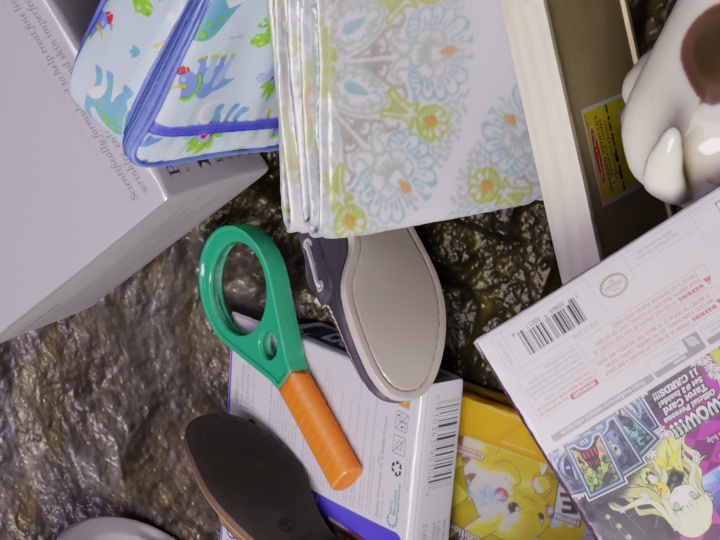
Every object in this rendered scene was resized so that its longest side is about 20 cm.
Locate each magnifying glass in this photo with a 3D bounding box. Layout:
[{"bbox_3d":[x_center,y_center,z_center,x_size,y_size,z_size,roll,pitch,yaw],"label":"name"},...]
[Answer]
[{"bbox_3d":[-0.052,0.055,1.321,0.080,0.022,0.201,-53,54,39],"label":"magnifying glass"}]

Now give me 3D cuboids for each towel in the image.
[{"bbox_3d":[0.040,-0.115,1.181,0.048,0.199,0.172,24,121,58],"label":"towel"}]

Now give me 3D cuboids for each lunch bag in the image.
[{"bbox_3d":[-0.075,-0.142,1.223,0.082,0.200,0.161,43,116,22],"label":"lunch bag"}]

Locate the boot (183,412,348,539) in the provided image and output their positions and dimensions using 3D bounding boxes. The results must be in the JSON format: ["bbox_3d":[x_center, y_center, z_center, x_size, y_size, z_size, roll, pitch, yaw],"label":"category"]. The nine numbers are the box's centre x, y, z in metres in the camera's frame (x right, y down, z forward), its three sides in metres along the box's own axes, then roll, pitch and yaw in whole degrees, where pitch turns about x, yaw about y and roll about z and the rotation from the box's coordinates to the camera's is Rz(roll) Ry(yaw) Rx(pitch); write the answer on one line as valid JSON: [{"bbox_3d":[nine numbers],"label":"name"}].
[{"bbox_3d":[-0.059,0.178,1.310,0.200,0.073,0.076,50,141,31],"label":"boot"}]

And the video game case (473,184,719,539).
[{"bbox_3d":[0.188,0.060,1.021,0.199,0.036,0.182,-33,80,5],"label":"video game case"}]

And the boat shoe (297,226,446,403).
[{"bbox_3d":[0.000,0.000,1.269,0.063,0.072,0.201,-46,51,47],"label":"boat shoe"}]

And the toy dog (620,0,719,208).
[{"bbox_3d":[0.211,-0.142,1.074,0.139,0.193,0.201,36,124,30],"label":"toy dog"}]

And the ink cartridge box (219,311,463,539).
[{"bbox_3d":[-0.018,0.142,1.336,0.199,0.043,0.199,20,111,46],"label":"ink cartridge box"}]

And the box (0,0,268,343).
[{"bbox_3d":[-0.207,-0.090,1.351,0.200,0.131,0.200,-35,85,31],"label":"box"}]

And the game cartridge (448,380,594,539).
[{"bbox_3d":[0.096,0.182,1.306,0.175,0.032,0.201,17,109,25],"label":"game cartridge"}]

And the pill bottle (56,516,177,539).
[{"bbox_3d":[-0.192,0.289,1.447,0.114,0.114,0.201,30,115,20],"label":"pill bottle"}]

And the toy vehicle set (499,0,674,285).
[{"bbox_3d":[0.139,-0.069,1.165,0.026,0.124,0.201,-10,97,31],"label":"toy vehicle set"}]
